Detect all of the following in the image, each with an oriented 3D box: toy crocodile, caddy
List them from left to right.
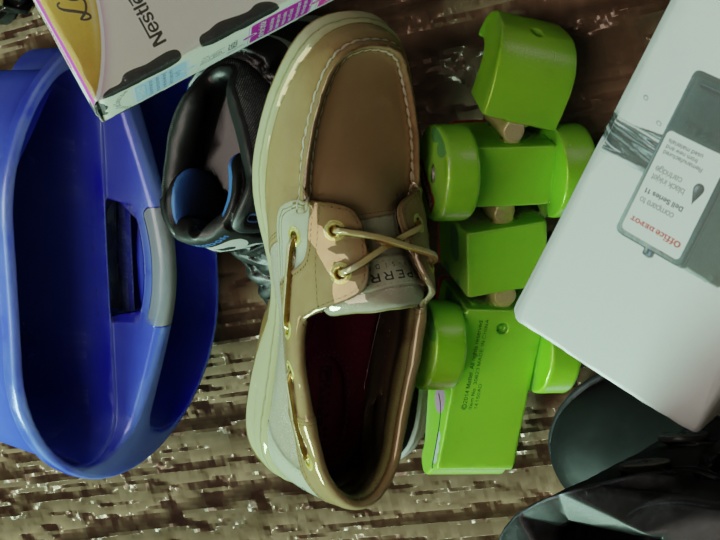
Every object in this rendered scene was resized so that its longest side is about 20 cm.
[{"bbox_3d":[-0.124,-0.009,0.937,0.105,0.141,0.200,10,110,31],"label":"caddy"},{"bbox_3d":[0.054,-0.007,0.880,0.062,0.067,0.200,-127,38,-62],"label":"toy crocodile"}]

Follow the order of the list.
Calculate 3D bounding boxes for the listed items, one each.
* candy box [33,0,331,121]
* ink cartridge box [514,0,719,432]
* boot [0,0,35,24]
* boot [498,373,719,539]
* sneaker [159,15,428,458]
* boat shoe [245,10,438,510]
[{"bbox_3d":[-0.046,-0.165,0.827,0.200,0.061,0.136,-29,89,-5],"label":"candy box"},{"bbox_3d":[0.153,-0.058,0.757,0.083,0.147,0.200,35,120,16],"label":"ink cartridge box"},{"bbox_3d":[-0.124,-0.147,0.944,0.200,0.077,0.138,42,126,28],"label":"boot"},{"bbox_3d":[0.106,0.083,0.792,0.165,0.200,0.066,-12,98,33],"label":"boot"},{"bbox_3d":[-0.035,-0.002,0.902,0.073,0.112,0.200,-6,101,35],"label":"sneaker"},{"bbox_3d":[0.000,0.000,0.839,0.066,0.074,0.200,36,129,53],"label":"boat shoe"}]
